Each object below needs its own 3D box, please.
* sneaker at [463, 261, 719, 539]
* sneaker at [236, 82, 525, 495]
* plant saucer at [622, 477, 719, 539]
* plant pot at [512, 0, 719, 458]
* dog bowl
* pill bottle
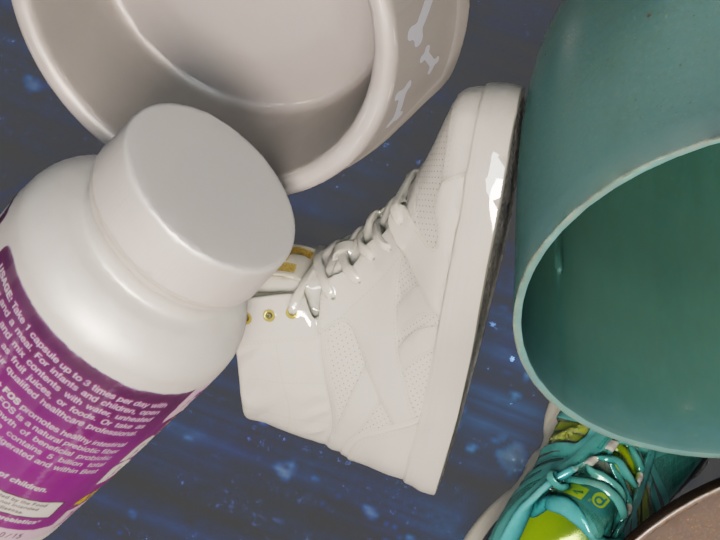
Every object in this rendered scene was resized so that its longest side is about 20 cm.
[{"bbox_3d":[0.106,0.090,0.853,0.077,0.080,0.201,30,90,2],"label":"sneaker"},{"bbox_3d":[0.000,0.000,0.839,0.115,0.074,0.201,18,124,7],"label":"sneaker"},{"bbox_3d":[0.169,0.156,0.845,0.198,0.032,0.202,-8,121,-13],"label":"plant saucer"},{"bbox_3d":[0.153,-0.049,0.773,0.199,0.162,0.201,-1,141,-1],"label":"plant pot"},{"bbox_3d":[-0.057,-0.118,0.815,0.199,0.059,0.201,14,127,18],"label":"dog bowl"},{"bbox_3d":[-0.117,0.023,0.831,0.112,0.112,0.200,47,124,-1],"label":"pill bottle"}]
